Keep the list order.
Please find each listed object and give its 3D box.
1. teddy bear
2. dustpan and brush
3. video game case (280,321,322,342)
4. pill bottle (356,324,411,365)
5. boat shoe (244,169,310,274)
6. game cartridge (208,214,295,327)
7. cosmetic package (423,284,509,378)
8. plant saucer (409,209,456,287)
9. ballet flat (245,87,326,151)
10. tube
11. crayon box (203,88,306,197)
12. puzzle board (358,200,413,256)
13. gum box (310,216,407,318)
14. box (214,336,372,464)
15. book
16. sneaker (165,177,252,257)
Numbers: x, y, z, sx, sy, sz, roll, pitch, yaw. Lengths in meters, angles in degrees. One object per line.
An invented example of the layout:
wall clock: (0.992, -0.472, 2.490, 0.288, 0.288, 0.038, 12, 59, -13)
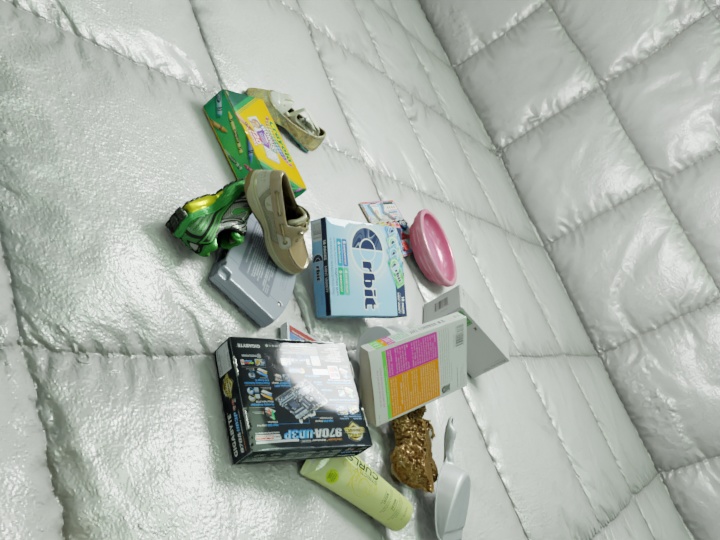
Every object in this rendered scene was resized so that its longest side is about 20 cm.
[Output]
teddy bear: (0.087, 0.295, 1.160, 0.200, 0.066, 0.145, -89, 157, -50)
dustpan and brush: (0.154, 0.353, 1.160, 0.140, 0.057, 0.201, 36, 67, -63)
video game case: (-0.065, 0.189, 1.041, 0.143, 0.017, 0.201, 36, 34, -39)
pill bottle: (0.082, 0.160, 1.234, 0.200, 0.111, 0.111, 25, 41, -50)
boat shoe: (-0.111, -0.070, 1.045, 0.072, 0.065, 0.200, -74, 154, -43)
game cartridge: (-0.159, -0.006, 1.068, 0.133, 0.040, 0.200, 43, 29, -23)
cosmetic package: (0.242, 0.141, 1.558, 0.200, 0.107, 0.085, 45, 28, -24)
plant saucer: (0.176, -0.051, 1.688, 0.201, 0.051, 0.201, 48, 31, -42)
ballet flat: (-0.147, -0.323, 1.409, 0.200, 0.071, 0.071, 37, 32, -38)
tube: (-0.003, 0.308, 0.986, 0.200, 0.052, 0.058, 45, 15, -25)
crayon box: (-0.187, -0.218, 1.223, 0.119, 0.058, 0.201, -8, 69, -63)
puzzle board: (0.078, -0.102, 1.633, 0.151, 0.017, 0.200, 62, 25, 6)
gum box: (0.000, 0.000, 1.232, 0.199, 0.044, 0.171, 4, 79, -46)
box: (-0.088, 0.173, 0.925, 0.199, 0.046, 0.160, 8, 53, -39)
book: (0.093, 0.160, 1.136, 0.199, 0.048, 0.134, -15, 114, -29)
sneaker: (-0.196, -0.074, 1.014, 0.085, 0.078, 0.200, 51, 39, 0)
